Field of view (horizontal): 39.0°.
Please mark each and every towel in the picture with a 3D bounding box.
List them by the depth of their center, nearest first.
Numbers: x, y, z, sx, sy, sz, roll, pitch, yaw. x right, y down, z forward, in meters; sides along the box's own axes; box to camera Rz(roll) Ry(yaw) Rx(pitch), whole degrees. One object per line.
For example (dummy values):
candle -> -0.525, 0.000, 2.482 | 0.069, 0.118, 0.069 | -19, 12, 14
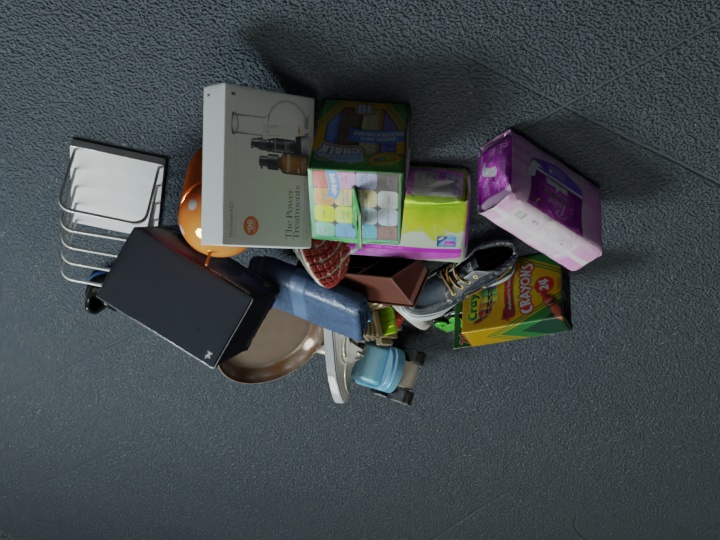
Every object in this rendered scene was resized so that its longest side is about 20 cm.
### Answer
towel -> -0.079, 0.038, 1.600 | 0.199, 0.049, 0.112 | 22, 152, 14

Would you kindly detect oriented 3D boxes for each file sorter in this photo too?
file sorter -> -0.381, -0.077, 1.541 | 0.138, 0.125, 0.200 | 11, 146, -8

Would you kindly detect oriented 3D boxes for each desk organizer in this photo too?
desk organizer -> 0.000, 0.000, 1.590 | 0.199, 0.072, 0.077 | 5, 149, 38

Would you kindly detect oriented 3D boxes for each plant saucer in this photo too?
plant saucer -> -0.158, 0.119, 1.766 | 0.199, 0.032, 0.201 | -18, 141, -15

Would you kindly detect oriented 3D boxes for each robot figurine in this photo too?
robot figurine -> -0.188, -0.100, 1.398 | 0.143, 0.201, 0.117 | -16, 130, 14

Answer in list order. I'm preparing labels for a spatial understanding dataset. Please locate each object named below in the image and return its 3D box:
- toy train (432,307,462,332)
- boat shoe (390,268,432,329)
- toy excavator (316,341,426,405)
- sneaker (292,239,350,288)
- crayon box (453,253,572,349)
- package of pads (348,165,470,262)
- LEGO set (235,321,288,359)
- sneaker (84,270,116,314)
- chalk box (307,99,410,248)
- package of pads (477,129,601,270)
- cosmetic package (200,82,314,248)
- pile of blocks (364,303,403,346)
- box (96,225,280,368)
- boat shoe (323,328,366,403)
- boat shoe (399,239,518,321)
toy train -> 0.211, 0.063, 1.736 | 0.199, 0.042, 0.056 | -20, 148, 34
boat shoe -> 0.088, 0.039, 1.693 | 0.068, 0.072, 0.200 | -41, 145, 6
toy excavator -> -0.009, 0.160, 1.853 | 0.199, 0.100, 0.194 | 23, 172, -26
sneaker -> -0.082, -0.067, 1.498 | 0.082, 0.078, 0.201 | -12, 106, 63
crayon box -> 0.234, 0.049, 1.627 | 0.199, 0.128, 0.051 | -13, 143, 25
package of pads -> 0.061, -0.086, 1.498 | 0.199, 0.068, 0.155 | 3, 144, 6
LEGO set -> -0.225, 0.081, 1.803 | 0.153, 0.116, 0.200 | -34, 141, 5
sneaker -> -0.406, 0.025, 1.736 | 0.071, 0.083, 0.199 | 31, 139, -34
chalk box -> -0.002, -0.116, 1.330 | 0.123, 0.201, 0.125 | 5, 132, 5
package of pads -> 0.252, -0.095, 1.413 | 0.199, 0.121, 0.076 | 27, 141, -30
cosmetic package -> -0.130, -0.130, 1.308 | 0.150, 0.201, 0.052 | 0, -179, -43
pile of blocks -> 0.025, 0.066, 1.729 | 0.062, 0.082, 0.200 | -18, 141, 25
box -> -0.243, 0.032, 1.487 | 0.199, 0.124, 0.198 | 31, -173, 4
boat shoe -> -0.024, 0.133, 1.770 | 0.069, 0.201, 0.071 | -4, -174, 7
boat shoe -> 0.150, 0.009, 1.573 | 0.199, 0.071, 0.091 | -26, 164, -5
